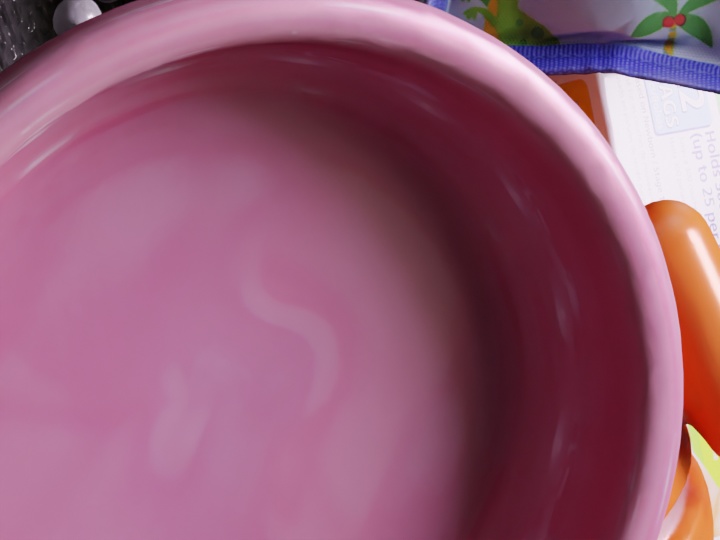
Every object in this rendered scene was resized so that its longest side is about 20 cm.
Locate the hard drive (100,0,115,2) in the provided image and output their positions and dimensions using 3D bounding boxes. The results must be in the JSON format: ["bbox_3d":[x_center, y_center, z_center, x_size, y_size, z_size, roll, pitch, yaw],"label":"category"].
[{"bbox_3d":[-0.012,-0.164,0.718,0.026,0.132,0.200,43,31,-15],"label":"hard drive"}]

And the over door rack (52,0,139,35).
[{"bbox_3d":[-0.070,-0.146,0.556,0.147,0.066,0.201,-9,92,-44],"label":"over door rack"}]

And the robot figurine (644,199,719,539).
[{"bbox_3d":[0.027,0.038,0.673,0.117,0.144,0.201,26,-36,60],"label":"robot figurine"}]

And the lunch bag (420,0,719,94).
[{"bbox_3d":[0.086,-0.160,0.662,0.170,0.127,0.201,-69,163,-72],"label":"lunch bag"}]

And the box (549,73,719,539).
[{"bbox_3d":[0.100,0.030,0.788,0.112,0.101,0.201,-12,91,-35],"label":"box"}]

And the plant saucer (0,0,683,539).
[{"bbox_3d":[-0.026,0.034,0.560,0.051,0.200,0.201,31,-40,64],"label":"plant saucer"}]
